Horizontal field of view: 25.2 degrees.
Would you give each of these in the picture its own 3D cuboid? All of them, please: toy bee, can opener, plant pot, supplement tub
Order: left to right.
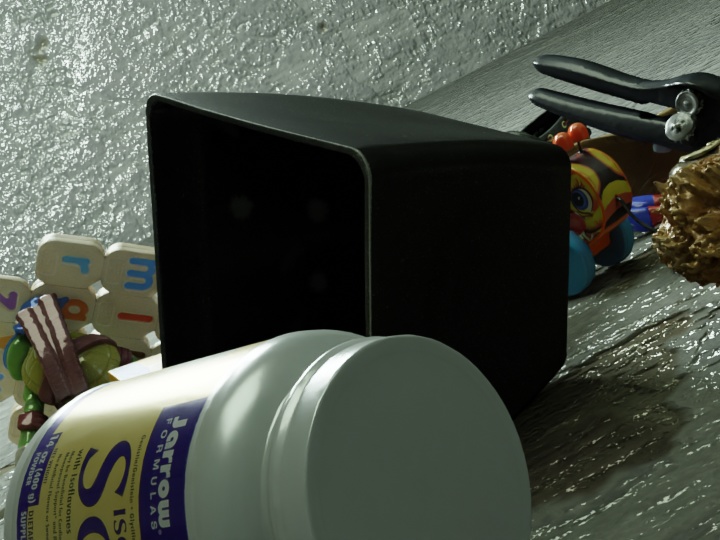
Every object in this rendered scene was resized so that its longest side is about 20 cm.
[{"bbox_3d":[-0.042,0.105,0.681,0.200,0.146,0.145,-17,13,45],"label":"supplement tub"},{"bbox_3d":[0.009,-0.001,0.912,0.177,0.200,0.200,-15,23,-37],"label":"plant pot"},{"bbox_3d":[0.151,-0.046,1.116,0.200,0.109,0.131,-21,9,29],"label":"toy bee"},{"bbox_3d":[0.209,-0.124,1.217,0.200,0.063,0.079,13,9,38],"label":"can opener"}]

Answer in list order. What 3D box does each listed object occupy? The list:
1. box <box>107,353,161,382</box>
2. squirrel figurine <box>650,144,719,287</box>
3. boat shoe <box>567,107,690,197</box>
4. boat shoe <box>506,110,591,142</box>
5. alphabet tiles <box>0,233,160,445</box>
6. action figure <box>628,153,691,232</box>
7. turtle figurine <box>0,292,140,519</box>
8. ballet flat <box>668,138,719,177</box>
[{"bbox_3d":[-0.070,0.086,1.021,0.119,0.042,0.200,-19,18,-25],"label":"box"},{"bbox_3d":[0.255,-0.046,0.858,0.200,0.142,0.187,-39,18,9],"label":"squirrel figurine"},{"bbox_3d":[0.217,-0.079,1.273,0.200,0.074,0.069,-24,-10,13],"label":"boat shoe"},{"bbox_3d":[0.151,-0.107,1.606,0.201,0.063,0.074,-33,14,-31],"label":"boat shoe"},{"bbox_3d":[-0.213,0.061,1.249,0.195,0.200,0.015,8,32,-14],"label":"alphabet tiles"},{"bbox_3d":[0.153,-0.056,1.217,0.200,0.099,0.065,-25,8,22],"label":"action figure"},{"bbox_3d":[-0.181,0.123,1.186,0.194,0.200,0.144,12,5,39],"label":"turtle figurine"},{"bbox_3d":[0.302,-0.095,1.074,0.200,0.046,0.067,-15,7,9],"label":"ballet flat"}]
